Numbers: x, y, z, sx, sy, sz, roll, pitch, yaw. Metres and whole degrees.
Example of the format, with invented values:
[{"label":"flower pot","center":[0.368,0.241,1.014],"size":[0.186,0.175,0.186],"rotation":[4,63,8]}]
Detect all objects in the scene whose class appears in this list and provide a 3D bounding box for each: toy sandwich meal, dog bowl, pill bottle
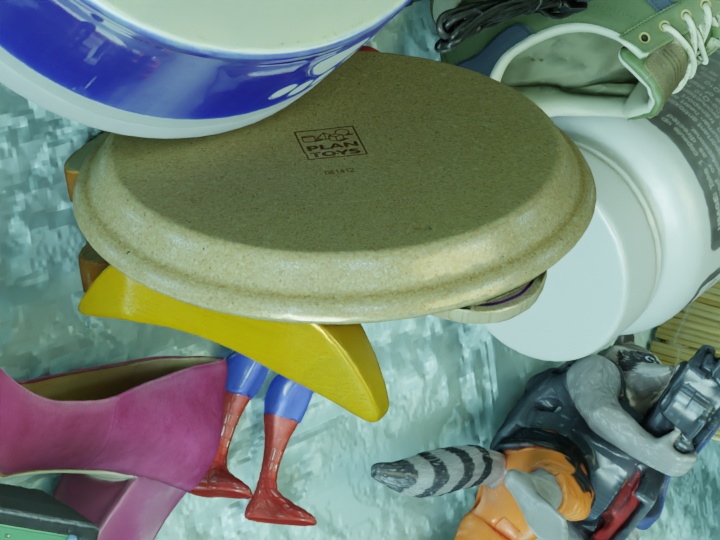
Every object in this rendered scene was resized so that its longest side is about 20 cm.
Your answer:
[{"label":"toy sandwich meal","center":[-0.015,-0.016,0.765],"size":[0.205,0.204,0.071],"rotation":[-35,135,-45]},{"label":"dog bowl","center":[-0.064,-0.152,0.728],"size":[0.198,0.079,0.202],"rotation":[9,71,-27]},{"label":"pill bottle","center":[0.133,-0.038,1.014],"size":[0.200,0.113,0.115],"rotation":[-31,114,-47]}]

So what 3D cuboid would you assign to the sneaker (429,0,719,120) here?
[{"label":"sneaker","center":[0.132,-0.103,0.938],"size":[0.067,0.198,0.090],"rotation":[74,8,-47]}]

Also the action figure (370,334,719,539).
[{"label":"action figure","center":[0.097,0.073,0.963],"size":[0.104,0.201,0.193],"rotation":[41,35,11]}]

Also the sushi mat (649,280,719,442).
[{"label":"sushi mat","center":[0.246,0.059,1.103],"size":[0.012,0.198,0.096],"rotation":[68,40,-62]}]

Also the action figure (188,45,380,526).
[{"label":"action figure","center":[0.000,0.000,0.865],"size":[0.065,0.098,0.202],"rotation":[31,64,-48]}]

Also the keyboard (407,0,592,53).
[{"label":"keyboard","center":[0.018,-0.115,0.863],"size":[0.199,0.126,0.021],"rotation":[-23,127,-47]}]

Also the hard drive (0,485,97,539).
[{"label":"hard drive","center":[-0.171,0.154,0.639],"size":[0.139,0.038,0.202],"rotation":[17,95,-47]}]

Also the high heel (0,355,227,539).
[{"label":"high heel","center":[-0.111,0.033,0.738],"size":[0.200,0.067,0.097],"rotation":[45,64,-47]}]
